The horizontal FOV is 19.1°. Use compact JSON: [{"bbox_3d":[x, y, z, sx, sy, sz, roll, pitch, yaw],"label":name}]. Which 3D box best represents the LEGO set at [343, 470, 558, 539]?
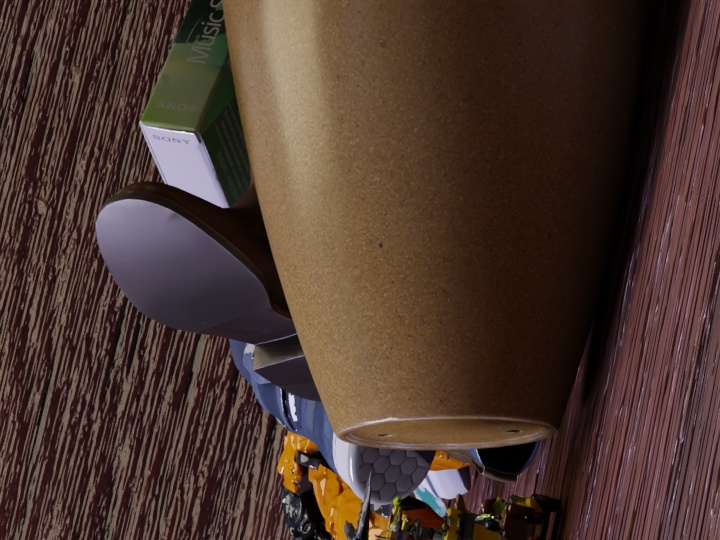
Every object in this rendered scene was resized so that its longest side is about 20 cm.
[{"bbox_3d":[0.004,0.178,0.894,0.154,0.115,0.201,-88,10,-86],"label":"LEGO set"}]

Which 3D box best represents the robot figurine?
[{"bbox_3d":[0.011,0.108,1.212,0.200,0.058,0.146,23,101,65],"label":"robot figurine"}]

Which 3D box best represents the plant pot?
[{"bbox_3d":[0.035,-0.030,0.900,0.186,0.186,0.201,105,163,-76],"label":"plant pot"}]

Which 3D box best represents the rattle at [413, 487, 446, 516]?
[{"bbox_3d":[0.014,0.077,1.443,0.200,0.142,0.131,114,152,-54],"label":"rattle"}]

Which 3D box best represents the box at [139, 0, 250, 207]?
[{"bbox_3d":[-0.050,-0.107,1.117,0.145,0.036,0.200,71,-149,-53],"label":"box"}]

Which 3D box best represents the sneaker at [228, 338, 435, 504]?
[{"bbox_3d":[-0.002,0.000,1.126,0.146,0.077,0.203,35,112,54],"label":"sneaker"}]

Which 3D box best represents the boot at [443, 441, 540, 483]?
[{"bbox_3d":[0.077,0.003,1.020,0.097,0.074,0.201,-129,49,-67],"label":"boot"}]

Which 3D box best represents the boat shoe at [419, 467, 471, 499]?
[{"bbox_3d":[0.003,0.055,1.327,0.074,0.067,0.201,-31,-82,-78],"label":"boat shoe"}]

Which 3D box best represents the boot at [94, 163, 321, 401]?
[{"bbox_3d":[-0.049,-0.063,0.995,0.186,0.064,0.201,44,-137,-49],"label":"boot"}]
